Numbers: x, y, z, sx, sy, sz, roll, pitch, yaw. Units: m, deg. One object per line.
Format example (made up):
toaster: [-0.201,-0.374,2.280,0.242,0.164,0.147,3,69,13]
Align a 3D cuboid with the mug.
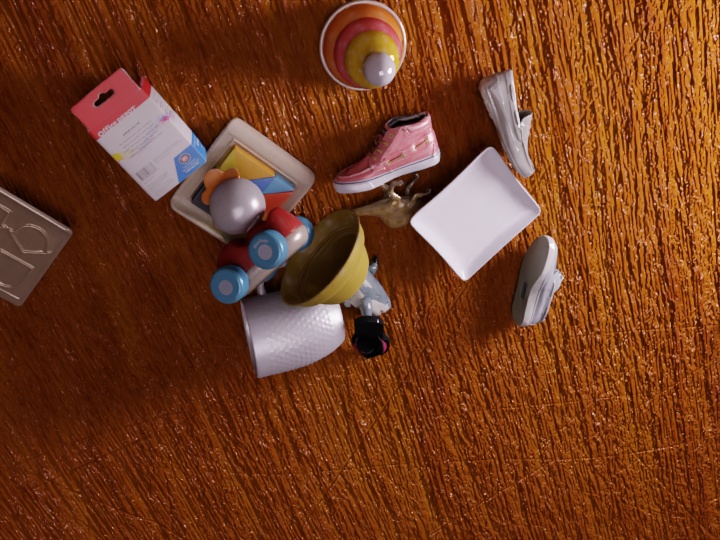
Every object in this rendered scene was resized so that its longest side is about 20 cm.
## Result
mug: [-0.128,0.082,1.540,0.173,0.148,0.203,-12,91,-12]

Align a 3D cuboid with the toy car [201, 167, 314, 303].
toy car: [-0.205,-0.076,1.402,0.176,0.184,0.201,-39,90,19]

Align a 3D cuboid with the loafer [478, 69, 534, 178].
loafer: [0.271,-0.254,1.452,0.069,0.070,0.201,-22,120,13]

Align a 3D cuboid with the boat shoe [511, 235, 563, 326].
boat shoe: [0.356,0.020,1.629,0.071,0.070,0.203,-2,123,-22]

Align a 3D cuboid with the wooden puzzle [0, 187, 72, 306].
wooden puzzle: [-0.620,-0.054,1.423,0.184,0.046,0.200,34,113,-24]

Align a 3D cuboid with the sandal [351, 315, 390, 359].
sandal: [0.018,0.138,1.587,0.074,0.046,0.200,-4,159,3]

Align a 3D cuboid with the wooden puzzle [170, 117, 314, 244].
wooden puzzle: [-0.205,-0.138,1.451,0.184,0.037,0.200,33,108,-24]

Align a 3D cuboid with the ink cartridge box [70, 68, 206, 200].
ink cartridge box: [-0.359,-0.229,1.355,0.116,0.067,0.200,-35,119,9]

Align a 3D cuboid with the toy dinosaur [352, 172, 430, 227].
toy dinosaur: [0.056,-0.122,1.495,0.197,0.058,0.102,-3,121,-8]

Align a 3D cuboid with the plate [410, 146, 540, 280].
plate: [0.210,-0.105,1.528,0.199,0.032,0.200,-42,127,7]

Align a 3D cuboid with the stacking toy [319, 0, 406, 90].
stacking toy: [0.016,-0.327,1.290,0.144,0.201,0.148,-4,120,-7]

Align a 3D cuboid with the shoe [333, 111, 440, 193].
shoe: [0.039,-0.207,1.441,0.198,0.072,0.092,-19,120,-5]

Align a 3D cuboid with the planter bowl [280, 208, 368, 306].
planter bowl: [-0.045,-0.003,1.463,0.083,0.201,0.200,37,107,-29]

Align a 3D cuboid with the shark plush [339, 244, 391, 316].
shark plush: [0.000,0.000,1.570,0.083,0.091,0.202,-27,107,-22]
